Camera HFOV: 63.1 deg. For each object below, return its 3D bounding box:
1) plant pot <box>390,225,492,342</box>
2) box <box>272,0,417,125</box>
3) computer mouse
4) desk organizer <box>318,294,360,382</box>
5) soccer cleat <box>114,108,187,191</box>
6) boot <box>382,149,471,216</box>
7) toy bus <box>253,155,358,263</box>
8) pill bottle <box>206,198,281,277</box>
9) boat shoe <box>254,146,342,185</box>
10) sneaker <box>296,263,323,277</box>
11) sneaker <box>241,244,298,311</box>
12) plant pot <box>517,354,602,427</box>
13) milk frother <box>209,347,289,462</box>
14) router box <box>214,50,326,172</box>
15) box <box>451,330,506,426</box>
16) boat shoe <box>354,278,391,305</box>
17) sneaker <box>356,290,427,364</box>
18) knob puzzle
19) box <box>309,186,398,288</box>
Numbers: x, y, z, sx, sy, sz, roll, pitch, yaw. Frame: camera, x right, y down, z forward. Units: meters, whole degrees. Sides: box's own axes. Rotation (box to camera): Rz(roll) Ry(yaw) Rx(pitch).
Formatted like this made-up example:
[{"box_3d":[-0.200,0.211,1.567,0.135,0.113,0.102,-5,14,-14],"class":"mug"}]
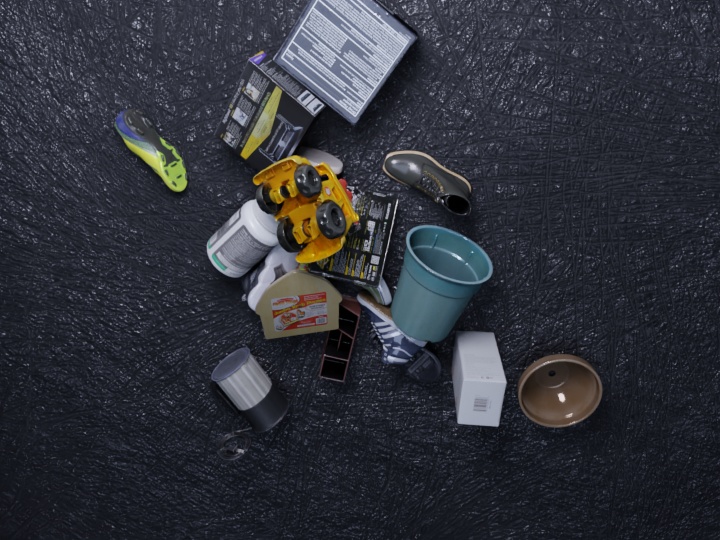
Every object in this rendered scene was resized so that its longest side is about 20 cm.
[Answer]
[{"box_3d":[0.164,0.039,1.302,0.197,0.201,0.198,17,124,-4],"class":"plant pot"},{"box_3d":[-0.026,-0.427,1.116,0.199,0.124,0.199,36,113,-11],"class":"box"},{"box_3d":[0.124,0.188,1.451,0.138,0.053,0.200,-42,94,23],"class":"computer mouse"},{"box_3d":[-0.049,0.166,1.434,0.070,0.077,0.203,12,116,-2],"class":"desk organizer"},{"box_3d":[-0.453,-0.257,1.277,0.083,0.065,0.201,-10,124,42],"class":"soccer cleat"},{"box_3d":[0.141,-0.183,1.215,0.197,0.139,0.078,16,117,-3],"class":"boot"},{"box_3d":[-0.091,-0.148,1.171,0.134,0.192,0.202,-16,113,35],"class":"toy bus"},{"box_3d":[-0.239,-0.082,1.292,0.199,0.114,0.113,-36,109,30],"class":"pill bottle"},{"box_3d":[-0.138,-0.214,1.265,0.197,0.075,0.094,16,123,5],"class":"boat shoe"},{"box_3d":[-0.124,0.020,1.361,0.077,0.091,0.201,30,113,-9],"class":"sneaker"},{"box_3d":[-0.215,-0.006,1.363,0.075,0.113,0.202,36,79,-33],"class":"sneaker"},{"box_3d":[0.480,0.276,1.441,0.197,0.093,0.204,2,117,3],"class":"plant pot"},{"box_3d":[-0.309,0.339,1.471,0.179,0.201,0.189,-26,111,20],"class":"milk frother"},{"box_3d":[-0.180,-0.290,1.138,0.157,0.052,0.200,39,134,-5],"class":"router box"},{"box_3d":[0.274,0.249,1.382,0.096,0.201,0.126,3,117,2],"class":"box"},{"box_3d":[0.000,0.000,1.343,0.062,0.072,0.201,-34,97,-7],"class":"boat shoe"},{"box_3d":[0.054,0.143,1.388,0.199,0.070,0.109,36,113,-2],"class":"sneaker"},{"box_3d":[-0.139,0.067,1.312,0.216,0.031,0.222,-8,135,-8],"class":"knob puzzle"},{"box_3d":[-0.015,-0.076,1.282,0.157,0.049,0.203,12,88,-1],"class":"box"}]
